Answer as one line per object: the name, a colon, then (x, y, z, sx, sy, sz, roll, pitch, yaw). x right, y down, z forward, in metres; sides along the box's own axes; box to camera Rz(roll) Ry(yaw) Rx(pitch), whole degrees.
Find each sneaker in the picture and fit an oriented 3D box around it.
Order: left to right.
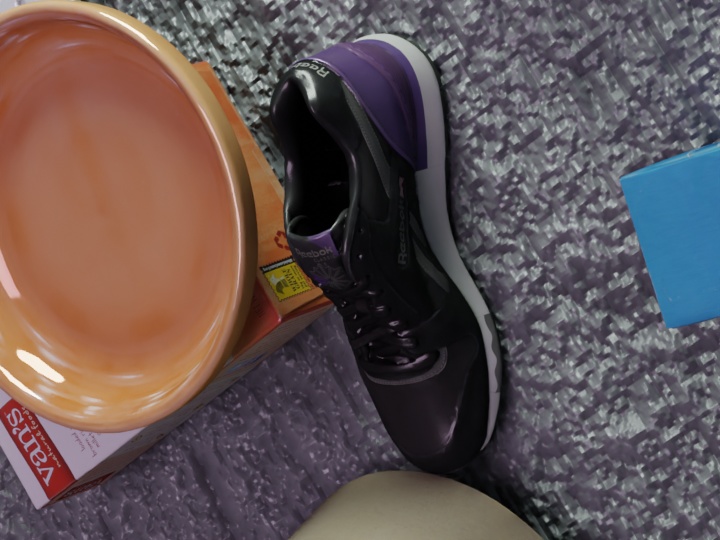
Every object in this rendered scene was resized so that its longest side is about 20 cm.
sneaker: (0.000, 0.000, 1.315, 0.075, 0.087, 0.201, -9, 98, 37)

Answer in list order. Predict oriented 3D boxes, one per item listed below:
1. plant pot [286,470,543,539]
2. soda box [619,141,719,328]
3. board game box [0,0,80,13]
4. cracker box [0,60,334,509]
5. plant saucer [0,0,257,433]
plant pot: (-0.014, 0.214, 1.298, 0.187, 0.200, 0.188, 18, 122, 32)
soda box: (0.207, -0.035, 1.169, 0.199, 0.064, 0.068, -17, 92, 38)
board game box: (-0.236, -0.146, 1.488, 0.200, 0.026, 0.200, 48, 126, 15)
cracker box: (-0.116, 0.010, 1.423, 0.200, 0.058, 0.134, -38, 79, 37)
plant saucer: (-0.123, -0.026, 1.359, 0.199, 0.037, 0.201, 9, 106, 35)
